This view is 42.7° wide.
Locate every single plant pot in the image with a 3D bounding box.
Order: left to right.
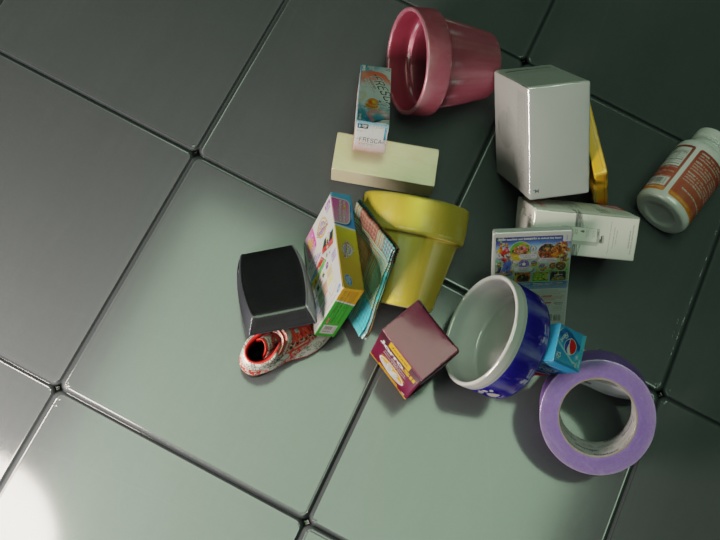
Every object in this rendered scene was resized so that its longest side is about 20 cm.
[{"bbox_3d":[0.085,-0.030,1.658,0.197,0.201,0.193,10,88,-2],"label":"plant pot"},{"bbox_3d":[0.165,-0.400,1.781,0.176,0.200,0.204,-2,73,-23],"label":"plant pot"}]

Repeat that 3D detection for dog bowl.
[{"bbox_3d":[0.234,0.115,1.596,0.078,0.199,0.203,24,71,-25],"label":"dog bowl"}]

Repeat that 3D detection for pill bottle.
[{"bbox_3d":[0.635,-0.179,1.790,0.112,0.112,0.200,41,74,7],"label":"pill bottle"}]

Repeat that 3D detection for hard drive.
[{"bbox_3d":[-0.152,0.029,1.630,0.132,0.043,0.201,-10,38,-7],"label":"hard drive"}]

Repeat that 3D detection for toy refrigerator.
[{"bbox_3d":[0.046,-0.201,1.763,0.196,0.070,0.077,9,76,-1],"label":"toy refrigerator"}]

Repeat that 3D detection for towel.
[{"bbox_3d":[0.000,0.000,1.617,0.021,0.202,0.147,-6,41,-33],"label":"towel"}]

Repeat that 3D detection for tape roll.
[{"bbox_3d":[0.412,0.247,1.611,0.196,0.085,0.204,2,98,12],"label":"tape roll"}]

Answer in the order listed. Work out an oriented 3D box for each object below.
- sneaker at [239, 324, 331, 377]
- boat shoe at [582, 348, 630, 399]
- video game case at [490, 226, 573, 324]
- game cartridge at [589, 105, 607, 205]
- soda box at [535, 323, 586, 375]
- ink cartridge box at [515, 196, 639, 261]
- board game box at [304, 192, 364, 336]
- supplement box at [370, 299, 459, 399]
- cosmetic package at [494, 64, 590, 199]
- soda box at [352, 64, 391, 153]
[{"bbox_3d":[-0.123,0.120,1.627,0.199,0.108,0.068,-28,77,-13],"label":"sneaker"},{"bbox_3d":[0.433,0.178,1.689,0.197,0.072,0.069,20,74,8],"label":"boat shoe"},{"bbox_3d":[0.306,0.014,1.666,0.140,0.203,0.018,-2,31,1],"label":"video game case"},{"bbox_3d":[0.436,-0.230,1.742,0.032,0.200,0.180,-12,74,9],"label":"game cartridge"},{"bbox_3d":[0.299,0.142,1.612,0.063,0.199,0.069,25,71,-24],"label":"soda box"},{"bbox_3d":[0.397,-0.080,1.713,0.196,0.147,0.084,5,103,-3],"label":"ink cartridge box"},{"bbox_3d":[-0.049,-0.010,1.623,0.040,0.154,0.203,6,55,-21],"label":"board game box"},{"bbox_3d":[0.089,0.141,1.593,0.085,0.200,0.111,-36,80,-14],"label":"supplement box"},{"bbox_3d":[0.333,-0.259,1.698,0.120,0.200,0.203,-7,111,-6],"label":"cosmetic package"},{"bbox_3d":[0.023,-0.308,1.746,0.062,0.069,0.202,6,43,-3],"label":"soda box"}]
